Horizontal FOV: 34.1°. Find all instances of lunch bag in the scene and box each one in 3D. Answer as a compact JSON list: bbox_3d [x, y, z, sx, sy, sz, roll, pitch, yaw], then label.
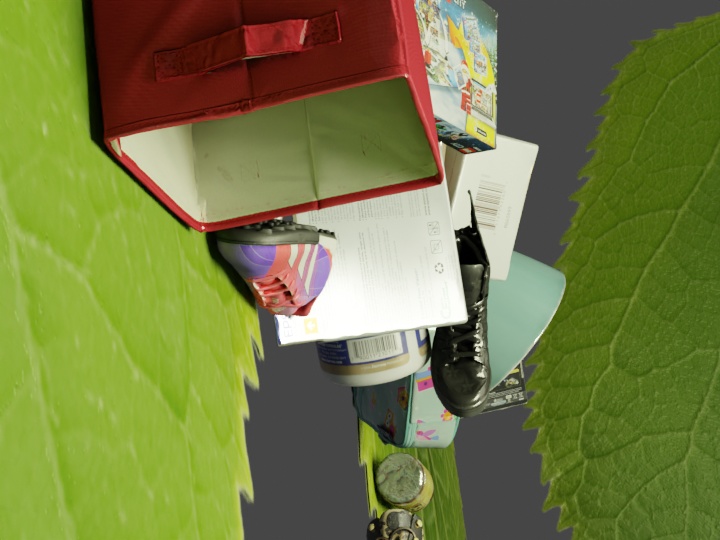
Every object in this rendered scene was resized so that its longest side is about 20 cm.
[{"bbox_3d":[0.049,0.092,1.297,0.160,0.076,0.204,26,-67,60],"label":"lunch bag"}]

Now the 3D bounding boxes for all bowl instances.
[{"bbox_3d":[0.135,0.047,1.375,0.105,0.201,0.201,39,17,-9],"label":"bowl"}]

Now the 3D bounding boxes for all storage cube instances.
[{"bbox_3d":[-0.053,-0.145,0.696,0.200,0.168,0.183,53,27,-73],"label":"storage cube"}]

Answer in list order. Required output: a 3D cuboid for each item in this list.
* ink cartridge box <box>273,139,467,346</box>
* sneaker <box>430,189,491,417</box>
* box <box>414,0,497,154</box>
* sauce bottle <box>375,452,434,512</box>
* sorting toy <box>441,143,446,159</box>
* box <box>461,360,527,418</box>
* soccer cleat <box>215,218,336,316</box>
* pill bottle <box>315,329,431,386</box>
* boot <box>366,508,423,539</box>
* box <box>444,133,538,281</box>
[{"bbox_3d":[-0.006,-0.040,1.045,0.043,0.197,0.200,-17,-100,61],"label":"ink cartridge box"},{"bbox_3d":[0.096,0.030,1.128,0.105,0.059,0.203,84,7,-53],"label":"sneaker"},{"bbox_3d":[0.059,-0.197,1.041,0.199,0.037,0.139,18,69,-53],"label":"box"},{"bbox_3d":[0.063,0.277,1.503,0.200,0.063,0.066,56,25,-70],"label":"sauce bottle"},{"bbox_3d":[0.034,-0.086,1.243,0.199,0.036,0.189,19,-75,58],"label":"sorting toy"},{"bbox_3d":[0.108,0.114,1.517,0.049,0.196,0.164,-105,-178,-69],"label":"box"},{"bbox_3d":[-0.062,-0.001,0.889,0.200,0.067,0.075,7,92,-80],"label":"soccer cleat"},{"bbox_3d":[0.000,0.000,1.144,0.116,0.113,0.204,-69,149,-76],"label":"pill bottle"},{"bbox_3d":[0.036,0.317,1.206,0.202,0.072,0.152,79,8,-48],"label":"boot"},{"bbox_3d":[0.080,-0.090,1.304,0.199,0.105,0.155,25,-76,52],"label":"box"}]
